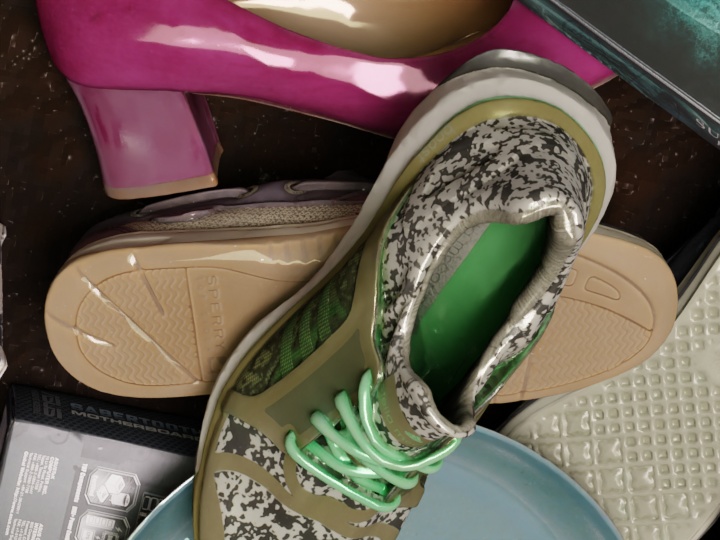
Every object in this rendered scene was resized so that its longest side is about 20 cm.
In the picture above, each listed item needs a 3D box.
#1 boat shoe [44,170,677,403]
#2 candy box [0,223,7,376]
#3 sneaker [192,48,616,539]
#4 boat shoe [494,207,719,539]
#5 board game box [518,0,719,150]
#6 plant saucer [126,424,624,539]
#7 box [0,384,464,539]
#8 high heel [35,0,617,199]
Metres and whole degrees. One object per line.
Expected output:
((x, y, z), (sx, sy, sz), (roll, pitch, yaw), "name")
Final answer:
((0.000, 0.000, 0.799), (0.198, 0.065, 0.072), (-4, 123, 1), "boat shoe")
((-0.204, -0.015, 0.724), (0.199, 0.168, 0.072), (31, 97, -14), "candy box")
((0.007, 0.033, 0.725), (0.077, 0.089, 0.201), (25, 110, -11), "sneaker")
((0.107, 0.039, 0.841), (0.075, 0.062, 0.200), (41, 109, 1), "boat shoe")
((0.119, -0.114, 0.766), (0.200, 0.028, 0.135), (37, 82, 14), "board game box")
((0.001, 0.141, 0.814), (0.199, 0.027, 0.202), (-2, 101, -12), "plant saucer")
((-0.065, 0.153, 0.844), (0.157, 0.051, 0.201), (12, 100, -11), "box")
((-0.002, -0.088, 0.789), (0.199, 0.068, 0.097), (-15, 115, -2), "high heel")
